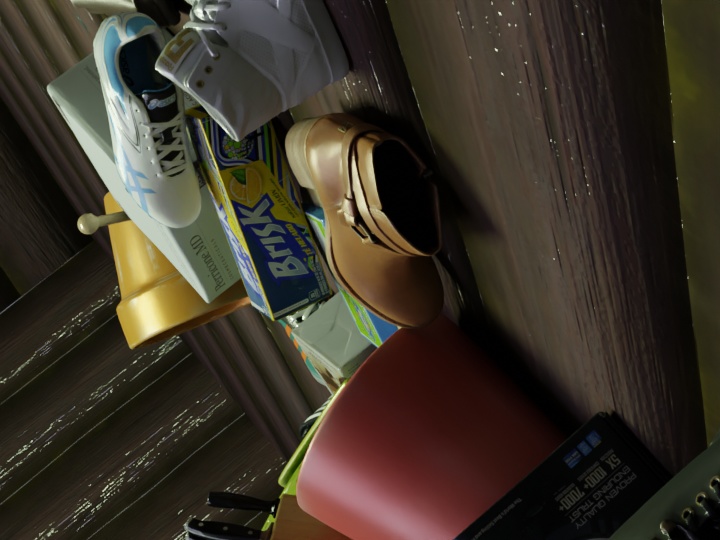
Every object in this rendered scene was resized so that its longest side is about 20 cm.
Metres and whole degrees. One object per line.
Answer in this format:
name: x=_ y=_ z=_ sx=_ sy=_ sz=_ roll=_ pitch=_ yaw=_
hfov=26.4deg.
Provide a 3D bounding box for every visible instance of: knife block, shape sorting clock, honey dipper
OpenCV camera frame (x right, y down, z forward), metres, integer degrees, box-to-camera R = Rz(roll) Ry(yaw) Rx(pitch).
knife block: x=-0.044 y=0.232 z=1.315 sx=0.176 sy=0.200 sz=0.064 roll=43 pitch=-146 yaw=-23
shape sorting clock: x=0.000 y=0.000 z=1.378 sx=0.201 sy=0.039 sz=0.200 roll=61 pitch=173 yaw=13
honey dipper: x=-0.221 y=-0.066 z=1.685 sx=0.038 sy=0.199 sz=0.038 roll=23 pitch=121 yaw=46

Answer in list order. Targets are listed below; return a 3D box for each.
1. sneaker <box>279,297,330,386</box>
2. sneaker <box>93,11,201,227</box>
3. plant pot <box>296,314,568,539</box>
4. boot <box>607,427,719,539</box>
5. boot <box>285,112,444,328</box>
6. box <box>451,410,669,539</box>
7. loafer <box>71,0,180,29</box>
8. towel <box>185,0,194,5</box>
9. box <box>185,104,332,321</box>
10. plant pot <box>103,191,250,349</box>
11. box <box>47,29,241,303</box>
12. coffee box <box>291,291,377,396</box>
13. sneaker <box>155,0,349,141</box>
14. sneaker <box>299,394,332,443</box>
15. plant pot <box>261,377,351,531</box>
sneaker: x=-0.053 y=0.060 z=1.697 sx=0.080 sy=0.071 sz=0.200 roll=56 pitch=172 yaw=-35
sneaker: x=-0.183 y=-0.128 z=1.349 sx=0.072 sy=0.072 sz=0.201 roll=20 pitch=130 yaw=57
plant pot: x=0.077 y=0.162 z=1.237 sx=0.177 sy=0.201 sz=0.201 roll=34 pitch=163 yaw=22
boot: x=0.184 y=0.099 z=0.682 sx=0.078 sy=0.138 sz=0.200 roll=50 pitch=168 yaw=11
boot: x=0.030 y=-0.029 z=1.123 sx=0.155 sy=0.076 sz=0.201 roll=19 pitch=138 yaw=63
box: x=0.149 y=0.229 z=1.077 sx=0.164 sy=0.200 sz=0.086 roll=49 pitch=169 yaw=15
loafer: x=-0.230 y=-0.258 z=1.418 sx=0.200 sy=0.071 sz=0.073 roll=38 pitch=163 yaw=51
towel: x=-0.149 y=-0.270 z=1.142 sx=0.200 sy=0.034 sz=0.193 roll=42 pitch=166 yaw=44
box: x=-0.095 y=-0.060 z=1.397 sx=0.070 sy=0.064 sz=0.201 roll=27 pitch=139 yaw=66
plant pot: x=-0.219 y=-0.027 z=1.855 sx=0.200 sy=0.199 sz=0.184 roll=141 pitch=106 yaw=-79
box: x=-0.184 y=-0.111 z=1.540 sx=0.200 sy=0.131 sz=0.199 roll=45 pitch=168 yaw=32
coffee box: x=0.026 y=0.129 z=1.580 sx=0.113 sy=0.080 sz=0.200 roll=33 pitch=158 yaw=57
sneaker: x=-0.091 y=-0.174 z=1.004 sx=0.074 sy=0.115 sz=0.201 roll=41 pitch=163 yaw=50
sneaker: x=-0.030 y=0.175 z=1.861 sx=0.076 sy=0.115 sz=0.201 roll=50 pitch=169 yaw=8
plant pot: x=0.017 y=0.232 z=1.461 sx=0.199 sy=0.182 sz=0.199 roll=24 pitch=129 yaw=-10
